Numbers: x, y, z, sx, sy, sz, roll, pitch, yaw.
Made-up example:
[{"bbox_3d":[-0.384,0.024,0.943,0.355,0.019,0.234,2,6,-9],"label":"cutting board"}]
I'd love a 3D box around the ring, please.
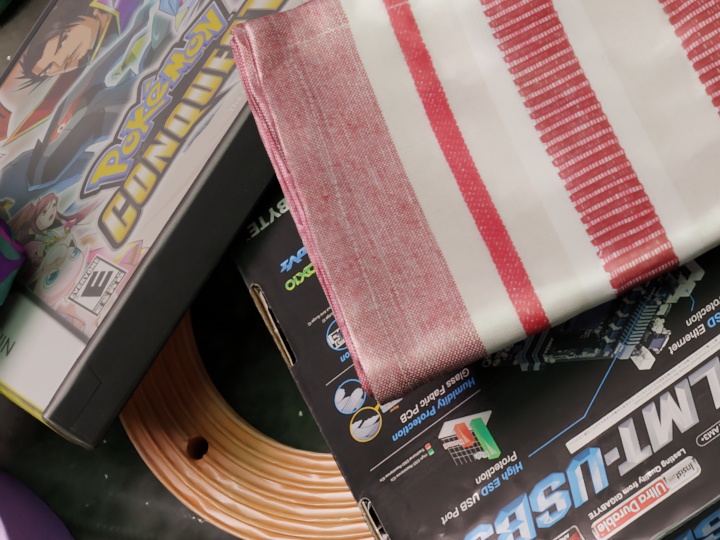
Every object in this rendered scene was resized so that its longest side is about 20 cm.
[{"bbox_3d":[0.000,0.000,0.987,0.200,0.019,0.201,-8,72,25],"label":"ring"}]

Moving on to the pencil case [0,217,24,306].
[{"bbox_3d":[-0.196,0.046,0.954,0.092,0.085,0.200,32,85,42],"label":"pencil case"}]

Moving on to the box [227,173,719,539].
[{"bbox_3d":[0.074,0.002,0.899,0.200,0.050,0.199,-37,56,12],"label":"box"}]

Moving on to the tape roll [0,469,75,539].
[{"bbox_3d":[-0.188,0.148,0.998,0.200,0.066,0.200,-9,67,23],"label":"tape roll"}]

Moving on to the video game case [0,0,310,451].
[{"bbox_3d":[-0.082,-0.050,1.004,0.200,0.025,0.181,-57,32,-4],"label":"video game case"}]

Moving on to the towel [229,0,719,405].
[{"bbox_3d":[0.069,-0.059,0.873,0.200,0.023,0.144,-26,58,5],"label":"towel"}]

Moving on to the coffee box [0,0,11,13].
[{"bbox_3d":[-0.121,-0.207,1.094,0.200,0.044,0.123,-48,56,16],"label":"coffee box"}]
